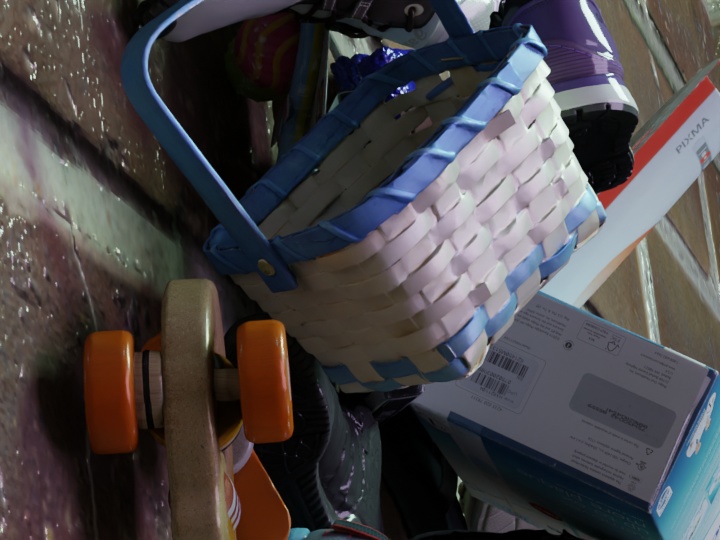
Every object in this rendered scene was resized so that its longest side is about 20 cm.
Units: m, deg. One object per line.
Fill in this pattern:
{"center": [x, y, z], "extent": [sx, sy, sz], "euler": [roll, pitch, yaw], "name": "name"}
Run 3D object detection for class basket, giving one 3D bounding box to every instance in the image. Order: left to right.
{"center": [-0.001, -0.056, 1.232], "extent": [0.176, 0.139, 0.201], "euler": [-42, 113, -34], "name": "basket"}

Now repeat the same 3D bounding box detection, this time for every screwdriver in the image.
{"center": [-0.019, -0.126, 1.509], "extent": [0.029, 0.028, 0.201], "euler": [16, 44, -63], "name": "screwdriver"}

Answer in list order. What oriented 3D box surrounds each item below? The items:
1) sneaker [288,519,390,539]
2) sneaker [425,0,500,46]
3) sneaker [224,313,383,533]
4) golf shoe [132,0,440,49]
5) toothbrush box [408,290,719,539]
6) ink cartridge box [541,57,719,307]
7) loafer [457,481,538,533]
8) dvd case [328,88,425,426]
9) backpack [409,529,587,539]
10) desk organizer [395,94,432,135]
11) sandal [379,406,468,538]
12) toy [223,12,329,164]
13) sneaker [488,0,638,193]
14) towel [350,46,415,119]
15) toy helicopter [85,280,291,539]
{"center": [0.006, 0.212, 1.285], "extent": [0.079, 0.095, 0.201], "euler": [-55, 133, -70], "name": "sneaker"}
{"center": [0.000, -0.185, 1.496], "extent": [0.200, 0.076, 0.092], "euler": [44, 22, 31], "name": "sneaker"}
{"center": [-0.026, 0.085, 1.347], "extent": [0.104, 0.060, 0.201], "euler": [-82, 160, -57], "name": "sneaker"}
{"center": [-0.006, -0.138, 1.317], "extent": [0.095, 0.199, 0.078], "euler": [66, -17, -10], "name": "golf shoe"}
{"center": [0.120, 0.089, 1.510], "extent": [0.086, 0.146, 0.200], "euler": [-62, 161, -11], "name": "toothbrush box"}
{"center": [0.147, -0.036, 1.548], "extent": [0.050, 0.162, 0.200], "euler": [43, -3, -1], "name": "ink cartridge box"}
{"center": [0.087, 0.138, 1.720], "extent": [0.063, 0.072, 0.200], "euler": [52, -11, 28], "name": "loafer"}
{"center": [0.000, 0.000, 1.434], "extent": [0.200, 0.025, 0.151], "euler": [128, -47, -80], "name": "dvd case"}
{"center": [0.086, 0.213, 1.448], "extent": [0.200, 0.176, 0.152], "euler": [-76, 173, -69], "name": "backpack"}
{"center": [0.079, -0.072, 1.563], "extent": [0.200, 0.076, 0.072], "euler": [-17, 90, -80], "name": "desk organizer"}
{"center": [0.040, 0.106, 1.609], "extent": [0.076, 0.043, 0.201], "euler": [-84, 158, -49], "name": "sandal"}
{"center": [-0.042, -0.100, 1.401], "extent": [0.115, 0.047, 0.202], "euler": [129, -38, -70], "name": "toy"}
{"center": [0.094, -0.089, 1.379], "extent": [0.200, 0.075, 0.088], "euler": [109, -31, -75], "name": "sneaker"}
{"center": [0.043, -0.035, 1.647], "extent": [0.148, 0.049, 0.201], "euler": [-75, 149, -85], "name": "towel"}
{"center": [-0.064, 0.102, 1.167], "extent": [0.132, 0.078, 0.202], "euler": [-100, -174, -78], "name": "toy helicopter"}
